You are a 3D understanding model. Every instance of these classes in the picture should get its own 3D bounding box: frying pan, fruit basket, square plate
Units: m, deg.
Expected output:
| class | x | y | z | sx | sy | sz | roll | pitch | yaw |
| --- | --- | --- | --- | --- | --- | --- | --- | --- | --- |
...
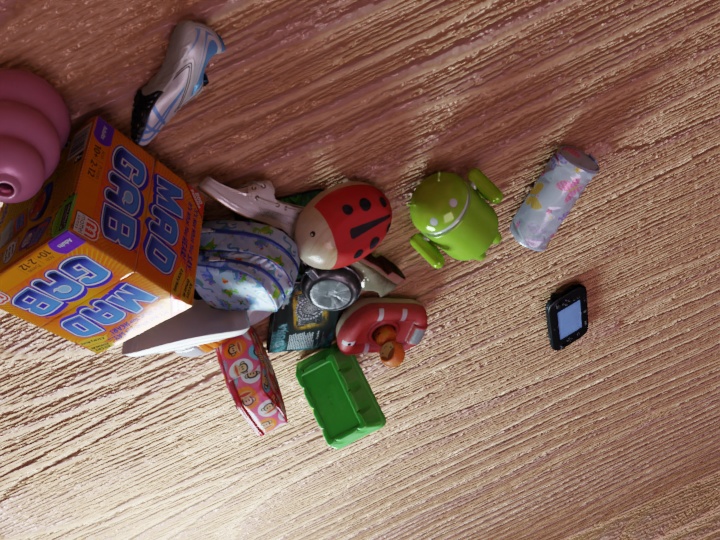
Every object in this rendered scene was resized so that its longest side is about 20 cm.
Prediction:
| class | x | y | z | sx | sy | sz | roll | pitch | yaw |
| --- | --- | --- | --- | --- | --- | --- | --- | --- | --- |
| frying pan | -0.063 | 0.007 | 1.168 | 0.113 | 0.031 | 0.191 | -10 | 133 | 10 |
| fruit basket | -0.049 | 0.267 | 1.397 | 0.154 | 0.217 | 0.216 | -28 | 136 | 9 |
| square plate | -0.287 | 0.079 | 1.091 | 0.197 | 0.198 | 0.029 | -11 | 116 | -11 |

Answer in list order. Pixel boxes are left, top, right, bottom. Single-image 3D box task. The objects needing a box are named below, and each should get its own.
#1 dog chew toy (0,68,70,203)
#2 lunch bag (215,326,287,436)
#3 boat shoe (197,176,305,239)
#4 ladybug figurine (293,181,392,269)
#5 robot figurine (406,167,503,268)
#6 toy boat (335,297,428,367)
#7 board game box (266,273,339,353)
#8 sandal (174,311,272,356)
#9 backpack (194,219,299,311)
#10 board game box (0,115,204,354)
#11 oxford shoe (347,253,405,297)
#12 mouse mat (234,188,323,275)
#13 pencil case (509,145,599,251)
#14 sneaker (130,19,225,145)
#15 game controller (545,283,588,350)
| class | x | y | z | sx | sy | sz | roll | pitch | yaw |
| --- | --- | --- | --- | --- | --- | --- | --- | --- | --- |
| dog chew toy | -0.424 | -0.159 | 0.803 | 0.123 | 0.201 | 0.126 | -10 | 135 | -11 |
| lunch bag | -0.200 | 0.204 | 1.244 | 0.081 | 0.201 | 0.177 | -25 | 136 | -2 |
| boat shoe | -0.164 | -0.114 | 1.050 | 0.199 | 0.071 | 0.070 | 24 | 95 | -38 |
| ladybug figurine | -0.018 | -0.075 | 1.090 | 0.199 | 0.072 | 0.137 | -32 | 118 | -29 |
| robot figurine | 0.165 | -0.094 | 1.156 | 0.176 | 0.116 | 0.199 | -46 | 131 | 11 |
| toy boat | 0.050 | 0.138 | 1.324 | 0.197 | 0.132 | 0.131 | 2 | 132 | -23 |
| board game box | -0.108 | 0.084 | 1.281 | 0.133 | 0.028 | 0.201 | -2 | 135 | -19 |
| sandal | -0.246 | 0.086 | 1.186 | 0.205 | 0.060 | 0.079 | -28 | 155 | -16 |
| backpack | -0.193 | -0.008 | 1.045 | 0.197 | 0.155 | 0.164 | -7 | 136 | 7 |
| board game box | -0.364 | -0.040 | 0.911 | 0.198 | 0.202 | 0.200 | -25 | 139 | 25 |
| oxford shoe | 0.000 | 0.000 | 1.210 | 0.199 | 0.071 | 0.075 | 30 | 109 | -39 |
| mouse mat | -0.129 | -0.050 | 1.164 | 0.159 | 0.008 | 0.202 | -14 | 135 | -8 |
| pencil case | 0.359 | -0.130 | 1.220 | 0.090 | 0.084 | 0.201 | 10 | 128 | -20 |
| sneaker | -0.251 | -0.242 | 0.887 | 0.072 | 0.072 | 0.200 | 15 | 129 | -42 |
| game controller | 0.484 | 0.111 | 1.533 | 0.103 | 0.042 | 0.201 | -23 | 137 | 1 |
